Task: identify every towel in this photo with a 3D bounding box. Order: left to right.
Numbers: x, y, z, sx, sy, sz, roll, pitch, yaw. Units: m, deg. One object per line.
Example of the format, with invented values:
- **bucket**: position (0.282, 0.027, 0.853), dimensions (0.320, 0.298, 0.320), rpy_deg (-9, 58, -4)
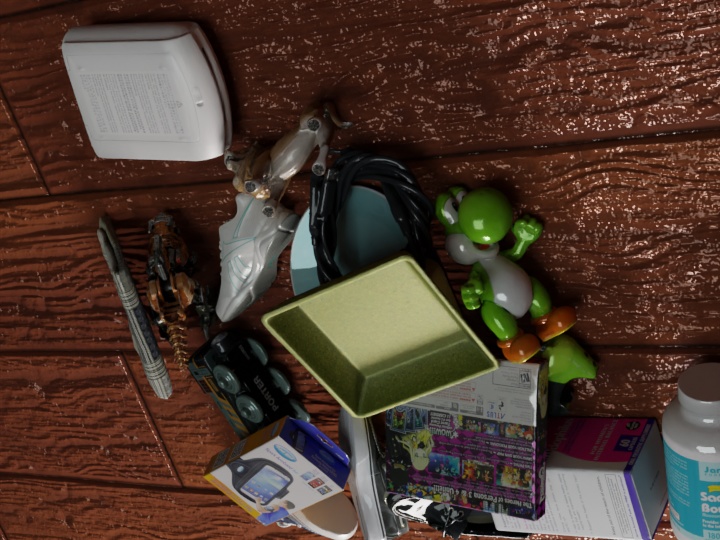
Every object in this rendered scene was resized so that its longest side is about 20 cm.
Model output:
- **towel**: position (-0.302, 0.047, 1.681), dimensions (0.034, 0.200, 0.195), rpy_deg (-21, 117, -8)

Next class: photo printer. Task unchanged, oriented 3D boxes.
- **photo printer**: position (-0.245, -0.212, 1.520), dimensions (0.197, 0.070, 0.168), rpy_deg (4, 123, 30)

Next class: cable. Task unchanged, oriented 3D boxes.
- **cable**: position (0.012, -0.035, 1.451), dimensions (0.161, 0.051, 0.203), rpy_deg (12, 108, 30)

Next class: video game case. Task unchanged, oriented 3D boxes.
- **video game case**: position (0.120, 0.181, 1.480), dimensions (0.197, 0.036, 0.184), rpy_deg (5, 100, 30)

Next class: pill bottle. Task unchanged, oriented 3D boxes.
- **pill bottle**: position (0.384, 0.202, 1.386), dimensions (0.109, 0.111, 0.202), rpy_deg (5, 124, 29)

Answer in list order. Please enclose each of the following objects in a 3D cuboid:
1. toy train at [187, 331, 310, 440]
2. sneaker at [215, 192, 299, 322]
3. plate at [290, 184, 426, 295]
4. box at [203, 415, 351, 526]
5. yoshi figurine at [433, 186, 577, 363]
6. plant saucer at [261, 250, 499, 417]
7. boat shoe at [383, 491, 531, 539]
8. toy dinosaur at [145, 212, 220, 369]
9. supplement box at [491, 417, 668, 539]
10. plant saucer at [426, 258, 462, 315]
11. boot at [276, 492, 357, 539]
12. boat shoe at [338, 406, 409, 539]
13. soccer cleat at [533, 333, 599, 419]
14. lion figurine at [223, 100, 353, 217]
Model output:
- **toy train**: position (-0.150, 0.169, 1.727), dimensions (0.113, 0.085, 0.201), rpy_deg (-10, 119, 51)
- **sneaker**: position (-0.143, -0.020, 1.600), dimensions (0.080, 0.070, 0.201), rpy_deg (40, 128, 14)
- **plate**: position (0.000, 0.000, 1.509), dimensions (0.198, 0.025, 0.204), rpy_deg (6, 101, 35)
- **box**: position (-0.105, 0.262, 1.682), dimensions (0.119, 0.042, 0.199), rpy_deg (41, 136, -18)
- **yoshi figurine**: position (0.153, -0.008, 1.391), dimensions (0.111, 0.112, 0.201), rpy_deg (-33, 89, 22)
- **plant saucer**: position (0.024, 0.064, 1.423), dimensions (0.198, 0.048, 0.200), rpy_deg (-23, 128, 26)
- **boat shoe**: position (0.126, 0.301, 1.581), dimensions (0.197, 0.067, 0.075), rpy_deg (12, 133, -22)
- **toy dinosaur**: position (-0.241, 0.030, 1.626), dimensions (0.101, 0.203, 0.136), rpy_deg (5, 152, 12)
- **supplement box**: position (0.251, 0.242, 1.505), dimensions (0.198, 0.101, 0.104), rpy_deg (-5, 118, 34)
- **plant saucer**: position (0.041, 0.094, 1.571), dimensions (0.198, 0.049, 0.202), rpy_deg (-10, 116, 36)
- **boot**: position (-0.091, 0.332, 1.815), dimensions (0.199, 0.073, 0.091), rpy_deg (32, 140, 20)
- **boat shoe**: position (0.019, 0.261, 1.689), dimensions (0.072, 0.070, 0.203), rpy_deg (-147, 44, -67)
- **soccer cleat**: position (0.196, 0.152, 1.497), dimensions (0.081, 0.068, 0.200), rpy_deg (37, 127, -5)
- **lion figurine**: position (-0.076, -0.139, 1.458), dimensions (0.199, 0.123, 0.073), rpy_deg (-31, 114, 26)
